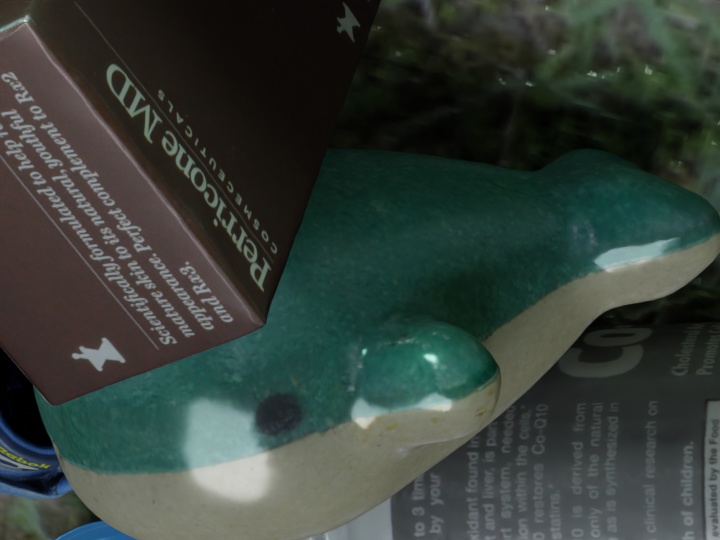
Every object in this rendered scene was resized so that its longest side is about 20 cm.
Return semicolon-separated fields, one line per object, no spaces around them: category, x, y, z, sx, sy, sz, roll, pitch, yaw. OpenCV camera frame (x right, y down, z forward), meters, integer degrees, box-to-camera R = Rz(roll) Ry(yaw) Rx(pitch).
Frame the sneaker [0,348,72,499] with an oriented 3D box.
sneaker;-0.126;0.042;0.894;0.074;0.082;0.200;17;139;-26

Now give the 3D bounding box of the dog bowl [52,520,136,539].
dog bowl;-0.113;0.166;0.985;0.200;0.112;0.050;-29;161;21

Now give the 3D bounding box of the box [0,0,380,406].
box;-0.055;-0.072;0.697;0.075;0.200;0.100;-19;123;30

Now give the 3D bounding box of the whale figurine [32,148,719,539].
whale figurine;0.000;0.000;0.776;0.200;0.159;0.104;-23;109;-10

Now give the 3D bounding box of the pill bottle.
pill bottle;0.064;0.074;0.852;0.200;0.114;0.114;-3;130;18
